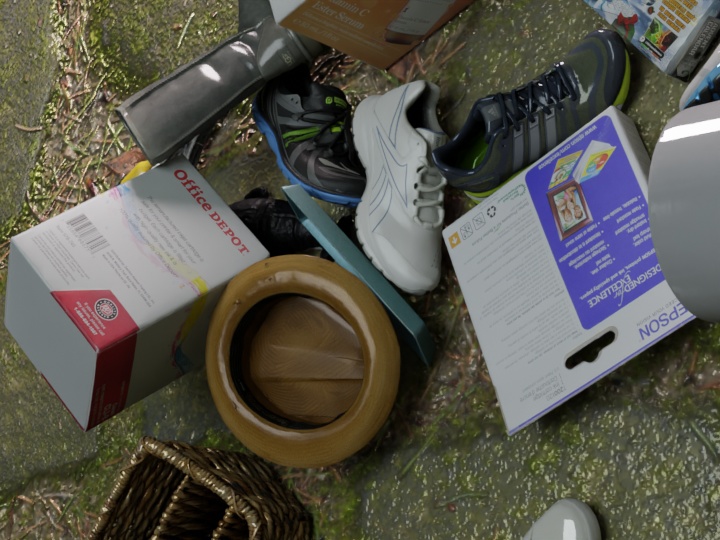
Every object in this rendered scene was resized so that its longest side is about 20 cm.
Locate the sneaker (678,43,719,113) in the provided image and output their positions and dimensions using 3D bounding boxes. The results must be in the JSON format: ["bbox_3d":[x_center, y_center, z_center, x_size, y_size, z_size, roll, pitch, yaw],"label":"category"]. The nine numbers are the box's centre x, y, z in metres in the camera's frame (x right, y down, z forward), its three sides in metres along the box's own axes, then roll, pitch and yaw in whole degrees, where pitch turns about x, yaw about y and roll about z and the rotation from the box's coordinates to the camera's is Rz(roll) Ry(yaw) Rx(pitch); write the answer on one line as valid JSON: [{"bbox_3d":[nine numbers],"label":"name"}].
[{"bbox_3d":[0.314,-0.189,1.213,0.200,0.075,0.087,-44,43,20],"label":"sneaker"}]

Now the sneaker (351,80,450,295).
[{"bbox_3d":[0.043,-0.077,1.417,0.087,0.074,0.202,-30,62,45],"label":"sneaker"}]

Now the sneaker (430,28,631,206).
[{"bbox_3d":[0.142,-0.126,1.338,0.200,0.080,0.074,-44,55,27],"label":"sneaker"}]

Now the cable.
[{"bbox_3d":[-0.188,-0.123,1.664,0.201,0.050,0.097,-59,42,16],"label":"cable"}]

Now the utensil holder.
[{"bbox_3d":[0.321,-0.049,1.098,0.199,0.169,0.172,-8,74,44],"label":"utensil holder"}]

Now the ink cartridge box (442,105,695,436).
[{"bbox_3d":[0.171,0.004,1.305,0.198,0.043,0.202,-36,55,31],"label":"ink cartridge box"}]

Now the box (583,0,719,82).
[{"bbox_3d":[0.237,-0.266,1.314,0.137,0.040,0.200,-55,49,20],"label":"box"}]

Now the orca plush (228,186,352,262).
[{"bbox_3d":[-0.104,-0.029,1.550,0.199,0.071,0.106,17,91,44],"label":"orca plush"}]

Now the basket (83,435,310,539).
[{"bbox_3d":[-0.158,0.274,1.473,0.143,0.148,0.201,44,108,40],"label":"basket"}]

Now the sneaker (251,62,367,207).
[{"bbox_3d":[-0.039,-0.129,1.515,0.083,0.070,0.200,-57,46,25],"label":"sneaker"}]

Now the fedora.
[{"bbox_3d":[-0.043,0.079,1.444,0.198,0.082,0.203,1,93,28],"label":"fedora"}]

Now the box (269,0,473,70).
[{"bbox_3d":[0.029,-0.293,1.436,0.199,0.151,0.107,-34,57,32],"label":"box"}]

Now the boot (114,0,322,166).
[{"bbox_3d":[-0.147,-0.196,1.562,0.199,0.073,0.182,-38,30,2],"label":"boot"}]

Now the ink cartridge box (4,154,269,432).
[{"bbox_3d":[-0.209,0.019,1.505,0.146,0.199,0.145,48,147,21],"label":"ink cartridge box"}]

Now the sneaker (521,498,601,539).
[{"bbox_3d":[0.119,0.269,1.261,0.073,0.084,0.202,34,101,44],"label":"sneaker"}]

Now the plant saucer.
[{"bbox_3d":[0.000,0.000,1.433,0.019,0.070,0.200,-38,62,-5],"label":"plant saucer"}]
